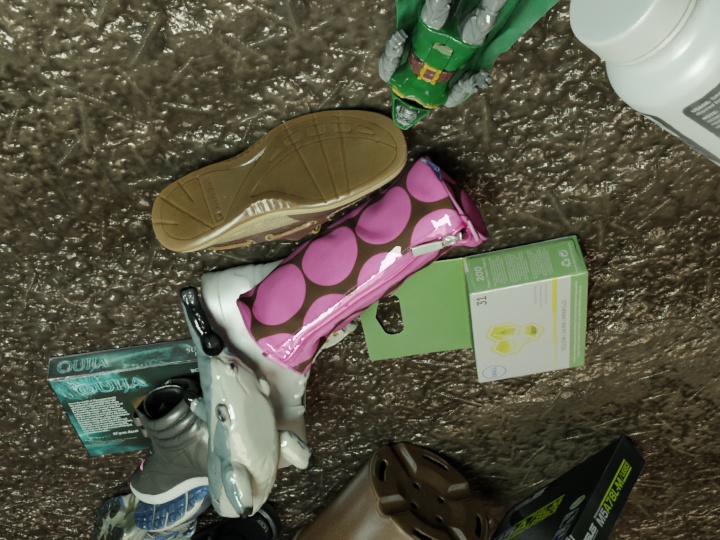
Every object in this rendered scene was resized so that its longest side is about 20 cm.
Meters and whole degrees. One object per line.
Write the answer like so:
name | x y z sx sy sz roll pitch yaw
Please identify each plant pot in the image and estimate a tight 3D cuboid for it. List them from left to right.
plant pot | 0.024 0.305 1.187 0.198 0.202 0.199 18 122 -27

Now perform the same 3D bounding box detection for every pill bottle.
pill bottle | 0.230 -0.139 0.728 0.198 0.112 0.110 24 133 -33

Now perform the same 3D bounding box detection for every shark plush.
shark plush | -0.120 0.117 0.912 0.082 0.091 0.202 -1 122 42

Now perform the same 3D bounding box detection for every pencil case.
pencil case | 0.000 0.000 0.850 0.199 0.094 0.091 -38 131 12

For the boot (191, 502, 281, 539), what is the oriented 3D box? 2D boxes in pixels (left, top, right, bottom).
boot | -0.187 0.342 1.220 0.199 0.168 0.077 -40 87 22

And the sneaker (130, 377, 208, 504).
sneaker | -0.177 0.154 1.036 0.100 0.071 0.199 50 140 -14

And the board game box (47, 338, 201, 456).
board game box | -0.179 0.118 1.059 0.196 0.028 0.136 -7 139 1

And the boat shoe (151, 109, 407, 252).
boat shoe | -0.055 -0.059 0.836 0.197 0.073 0.072 -22 163 10

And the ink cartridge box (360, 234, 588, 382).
ink cartridge box | 0.099 0.044 0.993 0.196 0.049 0.147 -11 142 2

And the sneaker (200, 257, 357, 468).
sneaker | -0.052 0.079 0.961 0.114 0.074 0.202 -14 120 7

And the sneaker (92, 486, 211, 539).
sneaker | -0.206 0.255 1.206 0.084 0.078 0.199 16 145 -40

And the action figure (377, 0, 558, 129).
action figure | 0.055 -0.148 0.716 0.117 0.055 0.200 23 155 -4

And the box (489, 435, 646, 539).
box | 0.202 0.286 1.207 0.048 0.193 0.200 46 128 0
